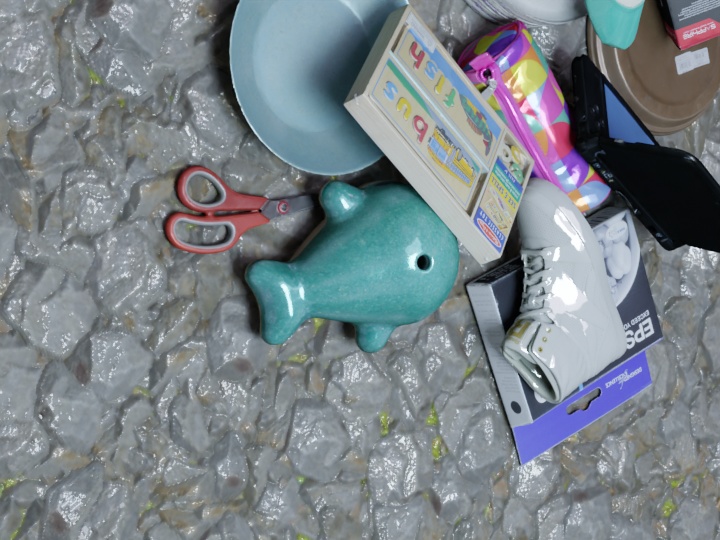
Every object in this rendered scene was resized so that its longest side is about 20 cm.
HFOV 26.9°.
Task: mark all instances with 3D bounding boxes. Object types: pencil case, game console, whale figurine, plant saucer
[{"bbox_3d":[0.162,-0.138,1.428,0.088,0.088,0.201,-46,115,-22],"label":"pencil case"},{"bbox_3d":[0.299,-0.108,1.441,0.200,0.115,0.178,40,40,-42],"label":"game console"},{"bbox_3d":[0.000,0.000,1.314,0.198,0.103,0.161,-21,107,-27],"label":"whale figurine"},{"bbox_3d":[0.316,-0.241,1.556,0.198,0.029,0.203,-2,94,-34],"label":"plant saucer"},{"bbox_3d":[-0.036,-0.185,1.320,0.199,0.039,0.204,-2,93,-33],"label":"plant saucer"}]

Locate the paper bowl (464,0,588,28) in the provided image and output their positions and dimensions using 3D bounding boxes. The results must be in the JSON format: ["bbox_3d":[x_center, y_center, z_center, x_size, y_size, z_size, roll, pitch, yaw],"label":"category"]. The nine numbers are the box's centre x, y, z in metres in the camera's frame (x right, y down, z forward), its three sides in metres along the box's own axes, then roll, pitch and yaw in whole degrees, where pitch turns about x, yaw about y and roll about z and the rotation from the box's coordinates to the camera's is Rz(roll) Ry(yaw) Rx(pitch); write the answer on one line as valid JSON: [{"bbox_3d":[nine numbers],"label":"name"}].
[{"bbox_3d":[0.175,-0.333,1.413,0.199,0.104,0.204,-2,93,-34],"label":"paper bowl"}]

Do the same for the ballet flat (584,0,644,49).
[{"bbox_3d":[0.232,-0.299,1.349,0.067,0.070,0.203,-18,103,-32],"label":"ballet flat"}]

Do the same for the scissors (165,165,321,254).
[{"bbox_3d":[-0.080,-0.047,1.316,0.198,0.014,0.074,5,88,-35],"label":"scissors"}]

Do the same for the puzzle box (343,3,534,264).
[{"bbox_3d":[0.074,-0.120,1.324,0.200,0.025,0.134,47,45,-24],"label":"puzzle box"}]

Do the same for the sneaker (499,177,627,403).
[{"bbox_3d":[0.172,0.025,1.400,0.115,0.073,0.202,-36,109,-29],"label":"sneaker"}]

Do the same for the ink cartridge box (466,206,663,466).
[{"bbox_3d":[0.214,0.066,1.497,0.197,0.043,0.202,-27,108,-30],"label":"ink cartridge box"}]

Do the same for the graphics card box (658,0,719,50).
[{"bbox_3d":[0.339,-0.333,1.470,0.124,0.051,0.202,-21,117,6],"label":"graphics card box"}]
